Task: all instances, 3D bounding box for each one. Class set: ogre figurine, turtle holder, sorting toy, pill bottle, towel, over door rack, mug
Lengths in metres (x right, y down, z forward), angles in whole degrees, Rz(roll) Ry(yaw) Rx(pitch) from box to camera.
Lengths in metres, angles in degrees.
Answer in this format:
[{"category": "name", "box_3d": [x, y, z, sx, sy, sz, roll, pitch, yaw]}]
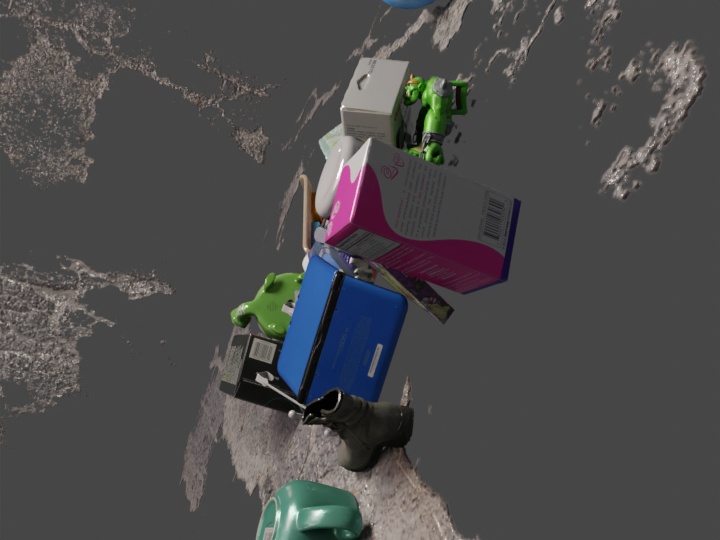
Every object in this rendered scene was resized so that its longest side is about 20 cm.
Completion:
[{"category": "ogre figurine", "box_3d": [0.109, -0.230, 1.059, 0.200, 0.096, 0.123, -31, -46, -66]}, {"category": "turtle holder", "box_3d": [-0.161, 0.093, 1.449, 0.183, 0.142, 0.132, -33, -12, -19]}, {"category": "sorting toy", "box_3d": [-0.074, -0.058, 1.370, 0.187, 0.036, 0.204, 67, -167, -52]}, {"category": "pill bottle", "box_3d": [0.046, -0.090, 0.922, 0.112, 0.196, 0.109, -70, 17, 0]}, {"category": "towel", "box_3d": [0.004, -0.258, 1.325, 0.168, 0.049, 0.201, -29, 22, 4]}, {"category": "over door rack", "box_3d": [-0.093, 0.163, 1.174, 0.198, 0.066, 0.151, 29, 101, 34]}, {"category": "mug", "box_3d": [-0.076, 0.364, 0.986, 0.153, 0.112, 0.189, -112, 44, -65]}]

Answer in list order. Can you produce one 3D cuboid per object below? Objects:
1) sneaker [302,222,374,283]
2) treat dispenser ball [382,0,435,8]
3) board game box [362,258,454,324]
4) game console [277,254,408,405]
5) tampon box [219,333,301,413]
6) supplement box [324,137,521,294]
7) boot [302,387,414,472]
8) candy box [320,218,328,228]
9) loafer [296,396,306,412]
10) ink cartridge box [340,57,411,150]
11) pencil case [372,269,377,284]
[{"category": "sneaker", "box_3d": [0.000, 0.000, 1.111, 0.147, 0.080, 0.202, -48, 62, 22]}, {"category": "treat dispenser ball", "box_3d": [0.092, -0.596, 1.305, 0.200, 0.197, 0.206, -161, 90, -73]}, {"category": "board game box", "box_3d": [0.048, 0.003, 0.961, 0.033, 0.119, 0.200, -52, 18, 0]}, {"category": "game console", "box_3d": [-0.032, 0.101, 1.067, 0.118, 0.167, 0.205, -65, -7, -81]}, {"category": "tampon box", "box_3d": [-0.198, 0.214, 1.467, 0.199, 0.147, 0.130, 166, 121, -70]}, {"category": "supplement box", "box_3d": [0.070, -0.057, 0.811, 0.103, 0.196, 0.104, -26, 47, 66]}, {"category": "boot", "box_3d": [-0.023, 0.209, 0.949, 0.200, 0.128, 0.069, 132, 153, -52]}, {"category": "candy box", "box_3d": [-0.019, -0.129, 1.319, 0.200, 0.060, 0.139, -67, 1, -71]}, {"category": "loafer", "box_3d": [-0.067, 0.157, 1.256, 0.063, 0.071, 0.204, -38, 34, 50]}, {"category": "ink cartridge box", "box_3d": [0.030, -0.210, 1.116, 0.203, 0.081, 0.146, 83, -161, -46]}, {"category": "pencil case", "box_3d": [-0.007, -0.006, 1.209, 0.204, 0.087, 0.088, -67, 17, 10]}]
